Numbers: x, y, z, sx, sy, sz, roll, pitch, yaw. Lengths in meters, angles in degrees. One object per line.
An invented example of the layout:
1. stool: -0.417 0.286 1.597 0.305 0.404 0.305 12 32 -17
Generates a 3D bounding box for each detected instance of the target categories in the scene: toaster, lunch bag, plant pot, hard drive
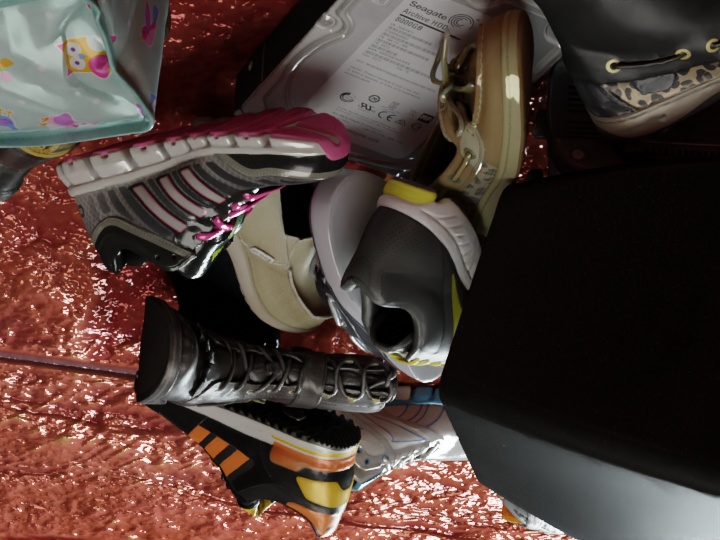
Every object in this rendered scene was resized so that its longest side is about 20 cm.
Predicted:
1. toaster: 0.200 -0.063 1.228 0.199 0.114 0.129 2 150 2
2. lunch bag: -0.203 -0.151 1.058 0.199 0.171 0.122 -7 140 15
3. plant pot: 0.155 0.053 1.152 0.177 0.200 0.200 11 155 21
4. hard drive: 0.031 -0.131 1.200 0.139 0.038 0.200 19 142 -25

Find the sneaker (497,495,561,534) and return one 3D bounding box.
1. sneaker: 0.140 0.156 1.596 0.077 0.079 0.200 0 148 11

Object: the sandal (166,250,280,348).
1. sandal: -0.097 0.009 1.410 0.075 0.045 0.200 -1 144 6

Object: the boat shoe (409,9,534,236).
1. boat shoe: 0.062 -0.079 1.176 0.062 0.074 0.200 8 150 1

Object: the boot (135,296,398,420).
1. boot: -0.060 0.064 1.365 0.173 0.070 0.200 6 174 -6

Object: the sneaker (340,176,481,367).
1. sneaker: 0.042 0.028 1.249 0.074 0.085 0.200 24 158 41

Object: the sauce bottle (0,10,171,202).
1. sauce bottle: -0.182 -0.104 1.224 0.066 0.066 0.200 18 143 -24

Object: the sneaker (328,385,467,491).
1. sneaker: 0.015 0.131 1.553 0.199 0.087 0.075 11 144 -17

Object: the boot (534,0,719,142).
1. boot: 0.178 -0.171 1.095 0.200 0.073 0.151 -29 126 18

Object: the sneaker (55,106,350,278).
1. sneaker: -0.087 -0.042 1.214 0.199 0.088 0.074 -9 -170 30

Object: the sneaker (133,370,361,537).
1. sneaker: -0.090 0.129 1.479 0.200 0.090 0.070 18 -160 34

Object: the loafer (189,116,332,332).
1. loafer: -0.049 -0.026 1.325 0.068 0.076 0.200 -6 146 21

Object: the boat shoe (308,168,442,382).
1. boat shoe: 0.000 0.000 1.290 0.068 0.072 0.200 18 159 31
